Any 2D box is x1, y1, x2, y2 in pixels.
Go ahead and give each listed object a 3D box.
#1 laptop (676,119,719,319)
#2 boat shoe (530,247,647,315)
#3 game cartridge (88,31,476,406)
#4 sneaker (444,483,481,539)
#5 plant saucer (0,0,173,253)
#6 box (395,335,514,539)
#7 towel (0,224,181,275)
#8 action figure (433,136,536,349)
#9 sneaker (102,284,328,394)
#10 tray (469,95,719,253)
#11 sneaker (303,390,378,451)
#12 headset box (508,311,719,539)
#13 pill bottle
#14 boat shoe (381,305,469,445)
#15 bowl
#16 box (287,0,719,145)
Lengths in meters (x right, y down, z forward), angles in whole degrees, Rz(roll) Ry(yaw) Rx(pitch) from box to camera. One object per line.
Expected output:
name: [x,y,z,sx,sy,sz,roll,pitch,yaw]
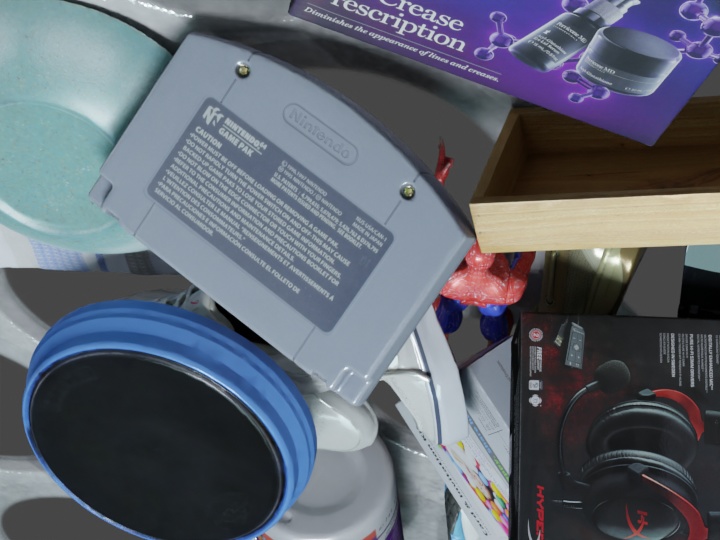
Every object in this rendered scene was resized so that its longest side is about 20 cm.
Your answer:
laptop: [0.280,-0.009,1.149,0.177,0.104,0.200,7,172,10]
boat shoe: [0.125,0.021,1.198,0.063,0.073,0.201,25,147,7]
game cartridge: [-0.040,-0.037,1.070,0.200,0.133,0.042,38,-174,16]
sneaker: [0.120,0.198,1.474,0.086,0.075,0.200,-8,150,17]
plant saucer: [-0.179,-0.071,1.155,0.200,0.039,0.201,8,136,8]
box: [0.100,0.129,1.260,0.156,0.041,0.200,57,165,2]
towel: [-0.187,-0.039,1.255,0.199,0.024,0.147,4,147,13]
action figure: [0.072,-0.013,1.177,0.065,0.099,0.200,8,169,3]
sneaker: [-0.107,0.033,1.280,0.199,0.078,0.099,-4,155,9]
tray: [0.167,-0.052,1.034,0.200,0.099,0.037,-1,125,21]
sneaker: [-0.088,0.104,1.364,0.200,0.100,0.075,15,140,-5]
headset box: [0.185,0.105,1.108,0.199,0.149,0.075,3,164,0]
pill bottle: [-0.023,0.202,1.479,0.111,0.112,0.200,6,147,10]
boat shoe: [0.000,0.030,1.141,0.086,0.075,0.202,-23,122,-2]
bowl: [-0.129,0.107,1.277,0.200,0.039,0.201,11,133,12]
box: [0.083,-0.156,0.936,0.200,0.079,0.141,19,144,-9]
